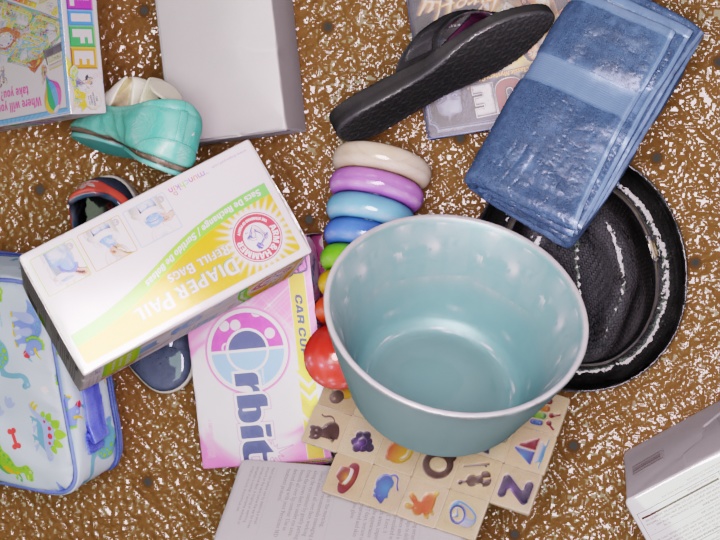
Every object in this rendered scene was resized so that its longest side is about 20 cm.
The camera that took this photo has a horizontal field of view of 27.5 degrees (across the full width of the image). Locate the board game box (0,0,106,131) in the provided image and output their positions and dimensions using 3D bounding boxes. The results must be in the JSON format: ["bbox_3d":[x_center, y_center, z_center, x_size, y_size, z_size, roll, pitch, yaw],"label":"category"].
[{"bbox_3d":[-0.287,-0.190,1.239,0.200,0.034,0.135,-1,95,48],"label":"board game box"}]

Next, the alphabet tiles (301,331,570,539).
[{"bbox_3d":[0.059,0.121,1.183,0.199,0.006,0.167,15,70,21],"label":"alphabet tiles"}]

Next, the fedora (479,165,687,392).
[{"bbox_3d":[0.177,0.004,1.199,0.200,0.092,0.202,1,94,10],"label":"fedora"}]

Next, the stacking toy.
[{"bbox_3d":[0.000,0.000,1.209,0.085,0.085,0.201,10,79,9],"label":"stacking toy"}]

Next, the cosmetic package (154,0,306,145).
[{"bbox_3d":[-0.112,-0.208,1.241,0.106,0.090,0.201,-4,96,11],"label":"cosmetic package"}]

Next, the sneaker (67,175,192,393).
[{"bbox_3d":[-0.205,0.015,1.270,0.075,0.085,0.201,-24,90,10],"label":"sneaker"}]

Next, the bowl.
[{"bbox_3d":[0.065,0.063,1.124,0.200,0.201,0.105,19,136,8],"label":"bowl"}]

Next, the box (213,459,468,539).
[{"bbox_3d":[-0.008,0.253,1.214,0.199,0.106,0.153,4,122,9],"label":"box"}]

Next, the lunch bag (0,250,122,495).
[{"bbox_3d":[-0.285,0.088,1.256,0.160,0.082,0.201,3,109,32],"label":"lunch bag"}]

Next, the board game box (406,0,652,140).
[{"bbox_3d":[0.145,-0.190,1.222,0.199,0.035,0.136,-9,92,10],"label":"board game box"}]

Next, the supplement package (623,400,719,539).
[{"bbox_3d":[0.315,0.212,1.140,0.147,0.191,0.201,-30,88,11],"label":"supplement package"}]

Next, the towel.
[{"bbox_3d":[0.173,-0.127,1.151,0.111,0.049,0.200,29,84,18],"label":"towel"}]

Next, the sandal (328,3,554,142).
[{"bbox_3d":[0.060,-0.172,1.187,0.200,0.075,0.048,-27,71,11],"label":"sandal"}]

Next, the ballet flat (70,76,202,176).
[{"bbox_3d":[-0.178,-0.123,1.200,0.067,0.200,0.071,20,90,-31],"label":"ballet flat"}]

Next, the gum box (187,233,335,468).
[{"bbox_3d":[-0.083,0.073,1.262,0.113,0.066,0.201,-6,92,11],"label":"gum box"}]

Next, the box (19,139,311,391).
[{"bbox_3d":[-0.152,-0.003,1.144,0.199,0.112,0.102,-29,86,-16],"label":"box"}]
